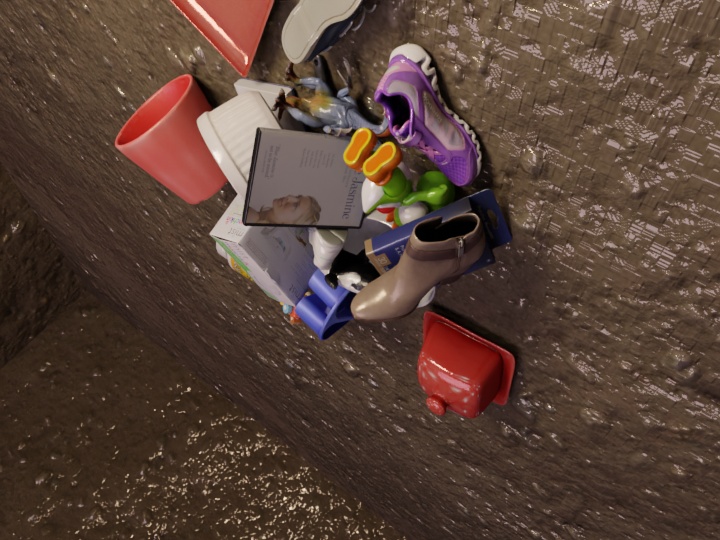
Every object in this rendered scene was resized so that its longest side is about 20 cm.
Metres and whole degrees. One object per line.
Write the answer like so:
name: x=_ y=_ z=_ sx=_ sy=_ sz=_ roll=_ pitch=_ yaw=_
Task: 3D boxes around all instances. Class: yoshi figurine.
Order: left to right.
yoshi figurine: x=0.070 y=-0.128 z=0.845 sx=0.109 sy=0.116 sz=0.199 roll=-9 pitch=151 yaw=30

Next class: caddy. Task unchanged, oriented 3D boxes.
caddy: x=-0.036 y=0.052 z=1.156 sx=0.104 sy=0.199 sz=0.143 roll=37 pitch=118 yaw=11

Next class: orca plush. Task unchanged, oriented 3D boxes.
orca plush: x=0.000 y=0.000 z=0.986 sx=0.200 sy=0.102 sz=0.073 roll=43 pitch=123 yaw=53

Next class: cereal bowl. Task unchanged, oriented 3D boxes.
cereal bowl: x=0.065 y=-0.037 z=1.016 sx=0.197 sy=0.084 sz=0.203 roll=32 pitch=150 yaw=20

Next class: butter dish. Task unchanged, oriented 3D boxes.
butter dish: x=0.177 y=0.209 z=1.144 sx=0.197 sy=0.148 sz=0.202 roll=27 pitch=148 yaw=26

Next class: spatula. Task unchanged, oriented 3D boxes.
spatula: x=-0.041 y=-0.242 z=0.938 sx=0.056 sy=0.021 sz=0.203 roll=21 pitch=144 yaw=37

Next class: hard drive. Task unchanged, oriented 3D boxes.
hard drive: x=-0.141 y=-0.237 z=1.066 sx=0.129 sy=0.025 sz=0.203 roll=22 pitch=145 yaw=34

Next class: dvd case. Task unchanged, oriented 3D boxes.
dvd case: x=-0.068 y=-0.128 z=0.870 sx=0.018 sy=0.194 sz=0.146 roll=53 pitch=135 yaw=47

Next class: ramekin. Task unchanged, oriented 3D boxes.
ramekin: x=-0.155 y=-0.179 z=0.933 sx=0.203 sy=0.104 sz=0.200 roll=57 pitch=-179 yaw=-2

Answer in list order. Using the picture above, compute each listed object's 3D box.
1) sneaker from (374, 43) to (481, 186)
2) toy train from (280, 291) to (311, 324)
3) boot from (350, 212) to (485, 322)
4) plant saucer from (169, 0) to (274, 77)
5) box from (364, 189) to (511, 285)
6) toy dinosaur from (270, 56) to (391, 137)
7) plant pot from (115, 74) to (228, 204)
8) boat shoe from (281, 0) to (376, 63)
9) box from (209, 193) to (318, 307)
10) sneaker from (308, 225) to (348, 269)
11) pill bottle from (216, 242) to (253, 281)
sneaker: x=0.084 y=-0.186 z=0.787 sx=0.079 sy=0.089 sz=0.202 roll=-7 pitch=126 yaw=53
toy train: x=-0.103 y=0.086 z=1.298 sx=0.148 sy=0.196 sz=0.058 roll=19 pitch=102 yaw=47
boot: x=0.074 y=-0.009 z=0.797 sx=0.071 sy=0.195 sz=0.147 roll=61 pitch=169 yaw=25
plant saucer: x=-0.211 y=-0.424 z=0.891 sx=0.200 sy=0.037 sz=0.199 roll=45 pitch=152 yaw=-5
box: x=0.117 y=-0.033 z=0.870 sx=0.195 sy=0.033 sz=0.122 roll=-23 pitch=135 yaw=17
toy dinosaur: x=-0.031 y=-0.245 z=0.877 sx=0.177 sy=0.108 sz=0.200 roll=24 pitch=-176 yaw=-8
plant pot: x=-0.342 y=-0.242 z=1.161 sx=0.197 sy=0.203 sz=0.178 roll=7 pitch=146 yaw=46
boat shoe: x=-0.031 y=-0.333 z=0.755 sx=0.076 sy=0.061 sz=0.199 roll=58 pitch=142 yaw=2
box: x=-0.150 y=-0.066 z=1.117 sx=0.095 sy=0.179 sz=0.201 roll=16 pitch=155 yaw=39
sneaker: x=-0.062 y=-0.086 z=1.005 sx=0.068 sy=0.204 sz=0.081 roll=13 pitch=132 yaw=-12
pill bottle: x=-0.234 y=-0.034 z=1.370 sx=0.197 sy=0.113 sz=0.114 roll=27 pitch=149 yaw=25
